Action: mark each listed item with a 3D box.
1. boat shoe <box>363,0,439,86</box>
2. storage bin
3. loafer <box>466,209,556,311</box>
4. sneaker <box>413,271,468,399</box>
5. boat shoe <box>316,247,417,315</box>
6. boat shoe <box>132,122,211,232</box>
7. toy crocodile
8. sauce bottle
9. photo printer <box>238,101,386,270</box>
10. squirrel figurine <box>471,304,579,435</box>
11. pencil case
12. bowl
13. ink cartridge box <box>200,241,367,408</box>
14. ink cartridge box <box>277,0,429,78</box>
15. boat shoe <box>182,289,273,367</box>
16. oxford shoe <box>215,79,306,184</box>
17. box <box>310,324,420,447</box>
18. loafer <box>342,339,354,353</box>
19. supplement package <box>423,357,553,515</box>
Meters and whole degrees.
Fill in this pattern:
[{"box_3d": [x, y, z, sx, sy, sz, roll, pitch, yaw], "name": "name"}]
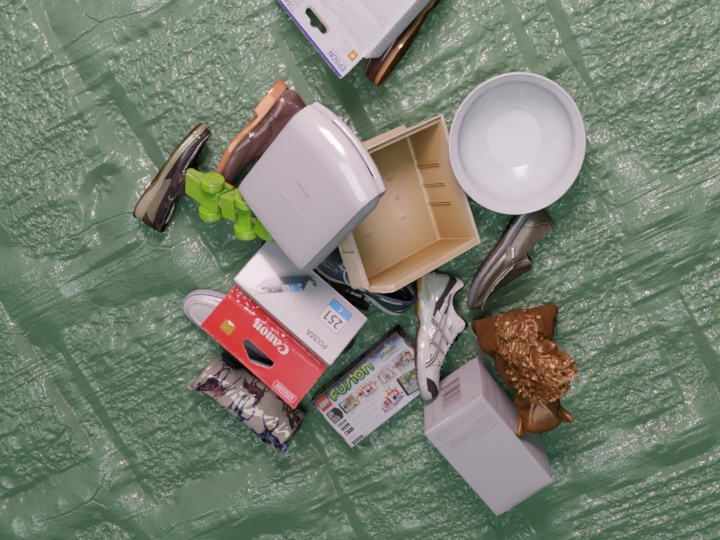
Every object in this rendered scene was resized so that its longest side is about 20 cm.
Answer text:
[{"box_3d": [0.059, -0.371, 1.279, 0.070, 0.070, 0.201, 34, 101, 1], "name": "boat shoe"}, {"box_3d": [0.054, -0.097, 1.290, 0.093, 0.197, 0.203, 2, 115, 54], "name": "storage bin"}, {"box_3d": [0.233, -0.013, 1.354, 0.069, 0.075, 0.202, 33, 108, 2], "name": "loafer"}, {"box_3d": [0.129, 0.104, 1.385, 0.086, 0.076, 0.204, 2, 90, -2], "name": "sneaker"}, {"box_3d": [0.000, 0.000, 1.366, 0.199, 0.062, 0.075, 38, 65, -4], "name": "boat shoe"}, {"box_3d": [-0.288, -0.146, 1.395, 0.064, 0.073, 0.200, 37, 117, -9], "name": "boat shoe"}, {"box_3d": [-0.191, -0.101, 1.315, 0.198, 0.061, 0.068, 27, 129, 30], "name": "toy crocodile"}, {"box_3d": [-0.074, 0.013, 1.409, 0.197, 0.065, 0.066, 21, 108, 0], "name": "sauce bottle"}, {"box_3d": [-0.064, -0.116, 1.195, 0.167, 0.069, 0.200, 52, 132, 4], "name": "photo printer"}, {"box_3d": [0.256, 0.154, 1.324, 0.139, 0.200, 0.190, -11, 84, 4], "name": "squirrel figurine"}, {"box_3d": [-0.192, 0.224, 1.481, 0.199, 0.078, 0.090, 37, 88, -4], "name": "pencil case"}, {"box_3d": [0.230, -0.192, 1.294, 0.197, 0.090, 0.205, 2, 106, 8], "name": "bowl"}, {"box_3d": [-0.118, 0.079, 1.340, 0.199, 0.045, 0.177, 40, 78, 2], "name": "ink cartridge box"}, {"box_3d": [-0.007, -0.407, 1.250, 0.200, 0.040, 0.201, -43, 71, 17], "name": "ink cartridge box"}, {"box_3d": [-0.211, 0.102, 1.454, 0.199, 0.066, 0.072, 34, 108, -3], "name": "boat shoe"}, {"box_3d": [-0.158, -0.195, 1.359, 0.073, 0.071, 0.201, 36, 107, -9], "name": "oxford shoe"}, {"box_3d": [0.024, 0.195, 1.465, 0.199, 0.035, 0.110, -40, 97, 16], "name": "box"}, {"box_3d": [-0.099, 0.074, 1.411, 0.197, 0.070, 0.076, 17, 72, -4], "name": "loafer"}, {"box_3d": [0.202, 0.267, 1.404, 0.117, 0.117, 0.201, -36, 108, 16], "name": "supplement package"}]
